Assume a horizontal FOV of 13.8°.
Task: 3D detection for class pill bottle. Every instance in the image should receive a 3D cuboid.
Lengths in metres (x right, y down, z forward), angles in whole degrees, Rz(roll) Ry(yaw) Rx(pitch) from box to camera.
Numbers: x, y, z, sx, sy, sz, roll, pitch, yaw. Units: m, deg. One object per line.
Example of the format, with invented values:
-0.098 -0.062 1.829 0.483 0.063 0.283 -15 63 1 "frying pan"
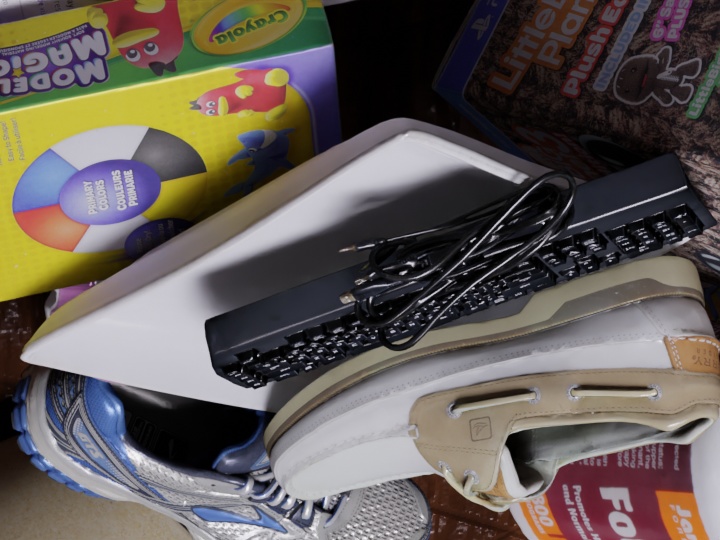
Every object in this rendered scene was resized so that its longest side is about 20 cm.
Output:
0.158 0.078 1.253 0.114 0.115 0.200 16 171 -31 "pill bottle"

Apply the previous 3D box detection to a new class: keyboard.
0.035 0.012 1.122 0.199 0.040 0.104 -21 158 12 "keyboard"

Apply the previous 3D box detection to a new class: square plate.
0.000 0.000 1.159 0.199 0.029 0.198 -28 155 31 "square plate"

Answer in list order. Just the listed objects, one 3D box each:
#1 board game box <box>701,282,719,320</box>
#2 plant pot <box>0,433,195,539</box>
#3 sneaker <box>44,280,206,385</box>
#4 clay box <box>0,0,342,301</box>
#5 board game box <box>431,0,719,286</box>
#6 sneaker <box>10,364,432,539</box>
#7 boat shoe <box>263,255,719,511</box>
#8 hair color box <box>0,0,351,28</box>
0.210 0.049 1.440 0.165 0.057 0.200 21 127 -36 "board game box"
-0.162 0.160 1.372 0.200 0.188 0.187 -40 135 5 "plant pot"
-0.089 -0.059 1.217 0.080 0.089 0.201 7 114 3 "sneaker"
-0.107 -0.044 1.115 0.199 0.048 0.115 -13 145 -5 "clay box"
0.159 -0.059 1.187 0.159 0.199 0.097 37 77 -42 "board game box"
-0.049 0.085 1.292 0.199 0.078 0.085 21 155 -23 "sneaker"
0.051 0.060 1.205 0.199 0.069 0.075 -23 158 23 "boat shoe"
-0.067 -0.147 1.096 0.198 0.065 0.110 -10 135 -3 "hair color box"
